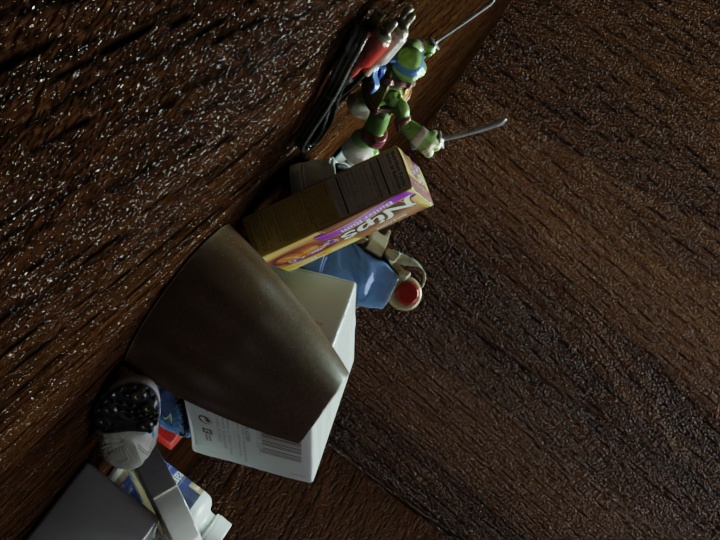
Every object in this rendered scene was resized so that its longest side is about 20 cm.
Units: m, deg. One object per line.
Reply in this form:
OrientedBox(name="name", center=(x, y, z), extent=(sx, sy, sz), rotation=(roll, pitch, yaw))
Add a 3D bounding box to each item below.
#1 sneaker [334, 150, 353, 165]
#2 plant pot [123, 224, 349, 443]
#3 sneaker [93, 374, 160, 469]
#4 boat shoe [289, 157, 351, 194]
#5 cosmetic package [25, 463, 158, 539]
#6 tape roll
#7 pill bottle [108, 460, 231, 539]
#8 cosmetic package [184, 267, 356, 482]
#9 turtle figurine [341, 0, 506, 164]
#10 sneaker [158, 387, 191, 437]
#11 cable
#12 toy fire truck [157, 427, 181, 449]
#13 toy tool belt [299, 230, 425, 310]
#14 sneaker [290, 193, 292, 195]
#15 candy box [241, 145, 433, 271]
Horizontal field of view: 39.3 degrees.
OrientedBox(name="sneaker", center=(-0.049, -0.092, 1.558), extent=(0.201, 0.080, 0.077), rotation=(-53, 180, 7))
OrientedBox(name="plant pot", center=(-0.117, 0.087, 1.077), extent=(0.188, 0.199, 0.187), rotation=(-54, 178, -3))
OrientedBox(name="sneaker", center=(-0.252, 0.154, 1.101), extent=(0.201, 0.071, 0.073), rotation=(118, -17, -56))
OrientedBox(name="boat shoe", center=(-0.040, -0.113, 1.269), extent=(0.200, 0.067, 0.073), rotation=(12, 71, -81))
OrientedBox(name="cosmetic package", center=(-0.364, 0.376, 1.286), extent=(0.200, 0.122, 0.200), rotation=(-54, 177, -23))
OrientedBox(name="tape roll", center=(-0.262, 0.297, 1.317), extent=(0.037, 0.204, 0.203), rotation=(-26, 169, -20))
OrientedBox(name="pill bottle", center=(-0.304, 0.371, 1.575), extent=(0.112, 0.199, 0.111), rotation=(-53, 179, -1))
OrientedBox(name="cosmetic package", center=(-0.108, 0.122, 1.258), extent=(0.169, 0.164, 0.202), rotation=(92, 14, -48))
OrientedBox(name="turtle figurine", center=(0.066, -0.197, 1.193), extent=(0.198, 0.146, 0.194), rotation=(-22, 176, -30))
OrientedBox(name="sneaker", center=(-0.229, 0.159, 1.283), extent=(0.079, 0.089, 0.200), rotation=(-54, 179, -25))
OrientedBox(name="cable", center=(-0.013, -0.188, 1.041), extent=(0.201, 0.050, 0.097), rotation=(-57, 177, 30))
OrientedBox(name="toy fire truck", center=(-0.225, 0.142, 1.431), extent=(0.201, 0.048, 0.142), rotation=(-52, 169, -36))
OrientedBox(name="toy tool belt", center=(0.000, 0.000, 1.301), extent=(0.126, 0.198, 0.123), rotation=(-64, -170, -4))
OrientedBox(name="sneaker", center=(-0.087, -0.015, 1.404), extent=(0.200, 0.115, 0.081), rotation=(-55, 177, 30))
OrientedBox(name="candy box", center=(-0.024, -0.067, 1.160), extent=(0.198, 0.057, 0.117), rotation=(-23, 168, 12))
